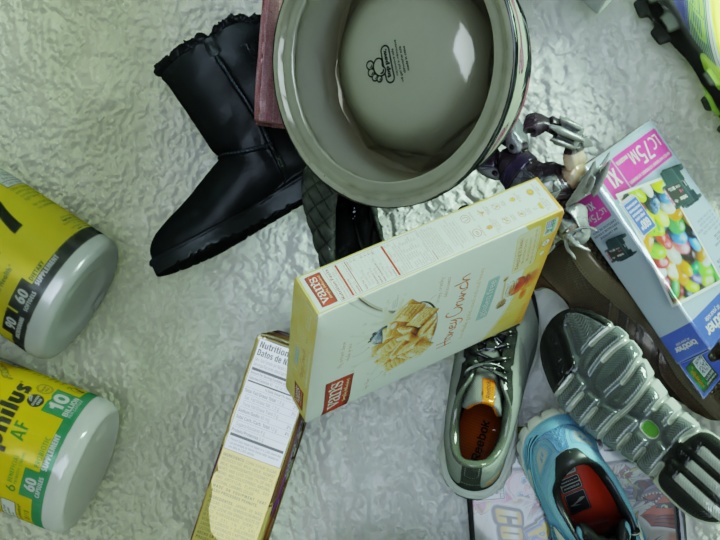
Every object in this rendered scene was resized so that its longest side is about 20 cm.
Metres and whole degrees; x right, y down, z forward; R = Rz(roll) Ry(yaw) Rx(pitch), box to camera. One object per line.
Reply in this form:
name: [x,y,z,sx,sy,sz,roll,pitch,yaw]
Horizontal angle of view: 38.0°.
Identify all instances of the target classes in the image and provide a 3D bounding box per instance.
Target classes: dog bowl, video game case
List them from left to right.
dog bowl: [0.035,-0.149,0.755,0.197,0.073,0.204,6,101,32]
video game case: [0.181,0.229,0.870,0.177,0.026,0.204,-4,88,3]

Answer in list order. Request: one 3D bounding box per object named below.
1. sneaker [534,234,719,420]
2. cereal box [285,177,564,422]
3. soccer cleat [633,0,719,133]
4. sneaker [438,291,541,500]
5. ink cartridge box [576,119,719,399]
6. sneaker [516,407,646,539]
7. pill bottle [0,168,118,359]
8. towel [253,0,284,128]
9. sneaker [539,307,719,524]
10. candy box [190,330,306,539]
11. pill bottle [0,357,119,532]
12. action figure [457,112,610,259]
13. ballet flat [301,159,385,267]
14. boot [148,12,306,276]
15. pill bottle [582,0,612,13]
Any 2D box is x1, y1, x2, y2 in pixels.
sneaker: [0.225,0.050,0.860,0.200,0.071,0.075,48,134,-6]
cereal box: [0.042,0.023,0.746,0.198,0.145,0.040,-24,60,-21]
soccer cleat: [0.307,-0.177,0.857,0.083,0.065,0.202,-34,86,-1]
sneaker: [0.107,0.079,0.843,0.073,0.080,0.204,7,72,8]
ink cartridge box: [0.251,-0.013,0.834,0.119,0.042,0.202,-31,88,-41]
sneaker: [0.182,0.210,0.806,0.078,0.090,0.202,-29,101,2]
pill bottle: [-0.311,-0.025,0.863,0.198,0.114,0.115,31,90,4]
towel: [0.012,-0.178,0.862,0.196,0.023,0.147,6,85,-18]
sneaker: [0.222,0.120,0.818,0.075,0.115,0.201,-43,59,7]
candy box: [-0.082,0.152,0.843,0.056,0.117,0.203,19,89,3]
pill bottle: [-0.310,0.127,0.857,0.197,0.113,0.115,21,89,4]
action figure: [0.110,-0.087,0.803,0.201,0.069,0.131,53,123,20]
ballet flat: [0.000,0.000,0.850,0.066,0.057,0.203,-26,110,-12]
boot: [-0.120,-0.109,0.874,0.196,0.073,0.164,-30,89,-5]
pill bottle: [0.152,-0.311,0.844,0.200,0.114,0.114,44,91,3]
